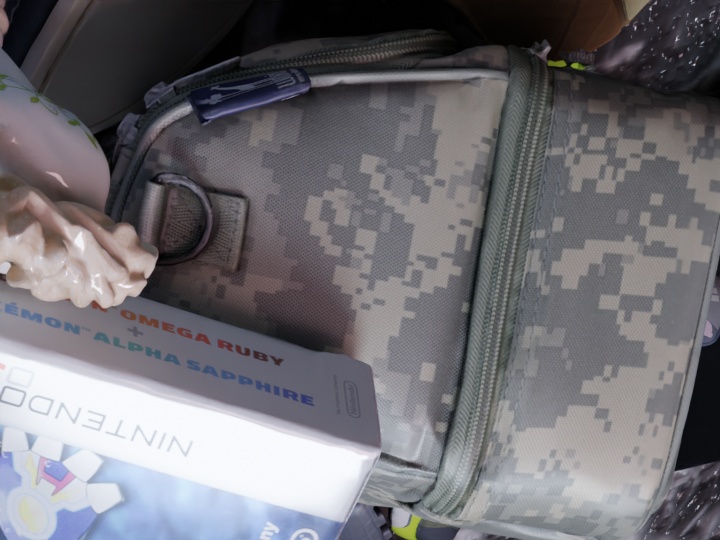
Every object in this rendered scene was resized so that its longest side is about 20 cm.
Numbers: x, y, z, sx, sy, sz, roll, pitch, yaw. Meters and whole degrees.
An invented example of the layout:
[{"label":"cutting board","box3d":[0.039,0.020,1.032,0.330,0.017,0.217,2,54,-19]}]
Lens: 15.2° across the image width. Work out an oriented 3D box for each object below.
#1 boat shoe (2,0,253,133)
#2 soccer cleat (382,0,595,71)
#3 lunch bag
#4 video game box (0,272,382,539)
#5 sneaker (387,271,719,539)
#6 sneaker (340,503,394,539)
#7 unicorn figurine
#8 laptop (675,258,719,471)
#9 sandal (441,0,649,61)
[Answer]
[{"label":"boat shoe","box3d":[-0.050,-0.124,0.750,0.075,0.062,0.200,-10,140,-53]},{"label":"soccer cleat","box3d":[0.040,-0.118,0.844,0.081,0.068,0.200,-19,140,-20]},{"label":"lunch bag","box3d":[0.000,0.000,0.788,0.167,0.200,0.140,10,87,-9]},{"label":"video game box","box3d":[-0.115,0.086,0.691,0.182,0.047,0.200,18,118,-13]},{"label":"sneaker","box3d":[0.068,0.049,0.981,0.081,0.074,0.200,23,143,-7]},{"label":"sneaker","box3d":[-0.021,0.124,1.023,0.075,0.081,0.200,-31,136,-6]},{"label":"unicorn figurine","box3d":[-0.113,-0.057,0.659,0.074,0.200,0.137,-43,151,28]},{"label":"laptop","box3d":[0.144,-0.013,1.077,0.200,0.116,0.187,-61,148,-16]},{"label":"sandal","box3d":[0.027,-0.111,0.764,0.200,0.054,0.080,7,131,-46]}]
